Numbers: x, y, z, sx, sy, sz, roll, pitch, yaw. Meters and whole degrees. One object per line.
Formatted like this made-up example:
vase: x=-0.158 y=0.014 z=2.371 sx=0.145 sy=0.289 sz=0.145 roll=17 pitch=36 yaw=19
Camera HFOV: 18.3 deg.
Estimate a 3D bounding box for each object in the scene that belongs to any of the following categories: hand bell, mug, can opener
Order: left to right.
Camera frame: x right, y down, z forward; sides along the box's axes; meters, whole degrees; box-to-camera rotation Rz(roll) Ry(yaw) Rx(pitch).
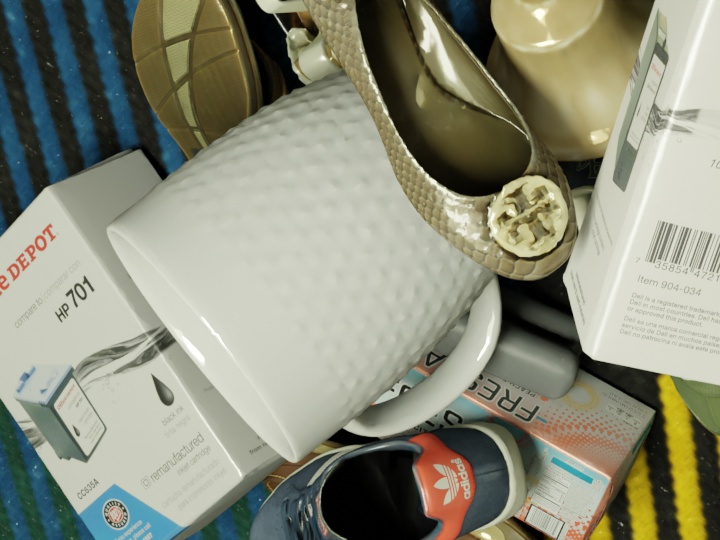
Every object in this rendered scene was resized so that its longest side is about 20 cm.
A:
mug: x=0.000 y=0.000 z=1.105 sx=0.148 sy=0.175 sz=0.200 roll=38 pitch=163 yaw=51
can opener: x=0.031 y=0.000 z=1.184 sx=0.200 sy=0.053 sz=0.067 roll=23 pitch=129 yaw=-1
hand bell: x=0.072 y=-0.140 z=0.994 sx=0.104 sy=0.104 sz=0.200 roll=8 pitch=159 yaw=28

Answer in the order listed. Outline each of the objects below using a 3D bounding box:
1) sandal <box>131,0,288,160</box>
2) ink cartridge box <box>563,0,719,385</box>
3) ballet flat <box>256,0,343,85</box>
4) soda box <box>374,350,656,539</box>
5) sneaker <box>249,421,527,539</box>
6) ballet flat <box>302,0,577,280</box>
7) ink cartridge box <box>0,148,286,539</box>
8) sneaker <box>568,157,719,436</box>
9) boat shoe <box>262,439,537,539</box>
sandal: x=-0.066 y=-0.088 z=1.220 sx=0.080 sy=0.054 sz=0.200 roll=10 pitch=139 yaw=34
ink cartridge box: x=0.191 y=-0.050 z=0.998 sx=0.145 sy=0.084 sz=0.200 roll=12 pitch=115 yaw=-8
ballet flat: x=-0.024 y=-0.135 z=1.146 sx=0.073 sy=0.073 sz=0.200 roll=-24 pitch=105 yaw=40
soda box: x=0.057 y=0.068 z=1.228 sx=0.200 sy=0.068 sz=0.064 roll=30 pitch=132 yaw=11
sneaker: x=-0.008 y=0.128 z=1.195 sx=0.200 sy=0.084 sz=0.075 roll=-28 pitch=76 yaw=42
ballet flat: x=0.033 y=-0.083 z=1.013 sx=0.200 sy=0.067 sz=0.046 roll=57 pitch=165 yaw=2
ink cartridge box: x=-0.134 y=0.054 z=1.303 sx=0.200 sy=0.086 sz=0.146 roll=54 pitch=133 yaw=6
sneaker: x=0.152 y=0.015 z=1.119 sx=0.067 sy=0.090 sz=0.201 roll=-9 pitch=115 yaw=35
boat shoe: x=0.010 y=0.148 z=1.278 sx=0.200 sy=0.068 sz=0.072 roll=18 pitch=162 yaw=43
